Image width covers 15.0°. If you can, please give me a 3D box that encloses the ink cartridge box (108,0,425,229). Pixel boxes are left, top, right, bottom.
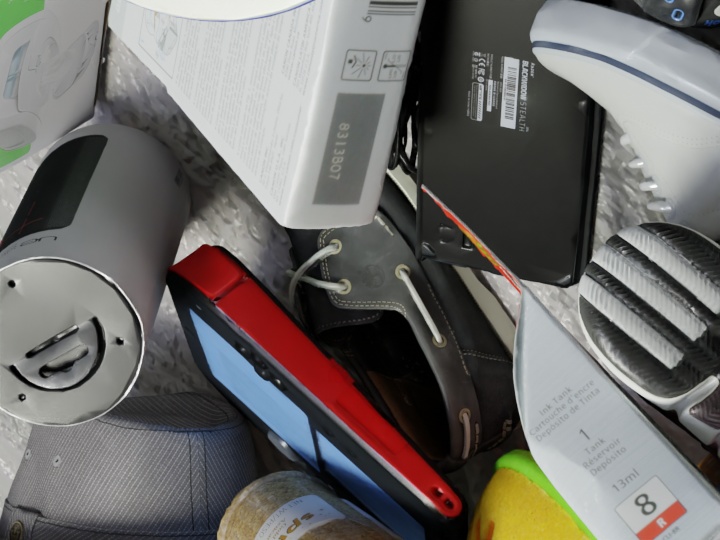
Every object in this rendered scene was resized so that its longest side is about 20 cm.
[{"bbox_3d":[-0.038,-0.133,1.141,0.200,0.057,0.163,-128,44,-53],"label":"ink cartridge box"}]

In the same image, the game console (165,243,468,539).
[{"bbox_3d":[-0.017,0.075,1.274,0.177,0.031,0.200,46,171,14],"label":"game console"}]

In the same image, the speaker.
[{"bbox_3d":[-0.127,-0.001,1.259,0.081,0.200,0.081,1,110,3],"label":"speaker"}]

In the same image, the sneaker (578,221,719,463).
[{"bbox_3d":[0.161,0.057,0.997,0.200,0.076,0.116,45,180,1],"label":"sneaker"}]

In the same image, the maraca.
[{"bbox_3d":[0.099,0.140,1.202,0.137,0.107,0.200,57,168,7],"label":"maraca"}]

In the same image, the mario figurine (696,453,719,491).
[{"bbox_3d":[0.227,0.130,1.087,0.200,0.106,0.123,52,-177,22],"label":"mario figurine"}]

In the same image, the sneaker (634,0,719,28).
[{"bbox_3d":[0.154,-0.116,0.955,0.200,0.073,0.112,43,148,30],"label":"sneaker"}]

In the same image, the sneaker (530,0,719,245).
[{"bbox_3d":[0.130,-0.041,1.008,0.200,0.073,0.071,32,97,40],"label":"sneaker"}]

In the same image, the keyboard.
[{"bbox_3d":[0.054,-0.086,1.134,0.104,0.040,0.200,13,131,13],"label":"keyboard"}]

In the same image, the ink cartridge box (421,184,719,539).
[{"bbox_3d":[0.094,0.072,1.033,0.200,0.050,0.162,46,-179,38],"label":"ink cartridge box"}]

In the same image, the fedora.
[{"bbox_3d":[-0.119,0.108,1.407,0.200,0.177,0.090,180,91,-67],"label":"fedora"}]

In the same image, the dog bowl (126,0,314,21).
[{"bbox_3d":[-0.048,-0.193,0.978,0.200,0.079,0.200,12,119,23],"label":"dog bowl"}]

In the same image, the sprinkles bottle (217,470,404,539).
[{"bbox_3d":[-0.005,0.143,1.221,0.068,0.068,0.200,66,166,-16],"label":"sprinkles bottle"}]

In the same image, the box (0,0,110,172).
[{"bbox_3d":[-0.205,-0.172,1.299,0.176,0.097,0.200,41,142,22],"label":"box"}]

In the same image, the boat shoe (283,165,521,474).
[{"bbox_3d":[0.000,0.000,1.229,0.200,0.068,0.072,53,147,4],"label":"boat shoe"}]
